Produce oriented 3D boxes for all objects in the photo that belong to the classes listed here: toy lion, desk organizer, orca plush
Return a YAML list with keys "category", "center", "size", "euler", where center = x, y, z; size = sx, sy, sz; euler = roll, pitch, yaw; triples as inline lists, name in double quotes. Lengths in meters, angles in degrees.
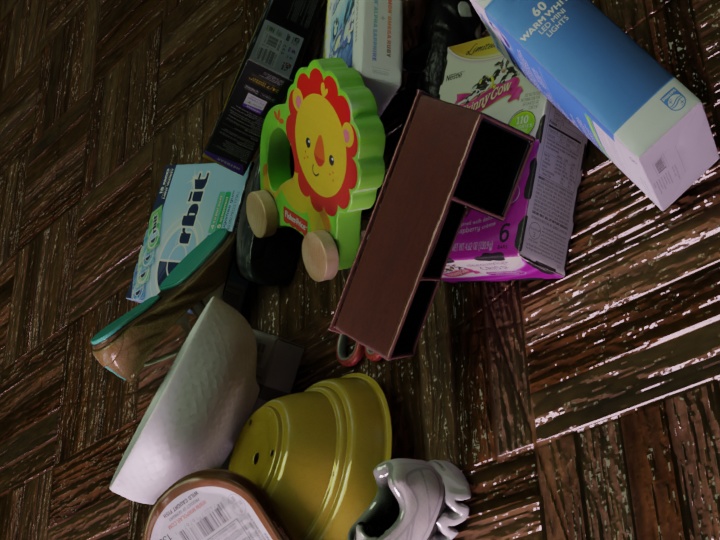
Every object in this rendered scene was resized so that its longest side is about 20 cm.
- category: "toy lion"
  center: [-0.040, -0.103, 1.066]
  size: [0.199, 0.068, 0.195]
  euler: [33, 128, 53]
- category: "desk organizer"
  center: [0.056, -0.028, 0.895]
  size: [0.077, 0.071, 0.203]
  euler: [26, 98, 50]
- category: "orca plush"
  center: [0.051, -0.175, 1.069]
  size: [0.105, 0.071, 0.202]
  euler: [35, 101, 53]

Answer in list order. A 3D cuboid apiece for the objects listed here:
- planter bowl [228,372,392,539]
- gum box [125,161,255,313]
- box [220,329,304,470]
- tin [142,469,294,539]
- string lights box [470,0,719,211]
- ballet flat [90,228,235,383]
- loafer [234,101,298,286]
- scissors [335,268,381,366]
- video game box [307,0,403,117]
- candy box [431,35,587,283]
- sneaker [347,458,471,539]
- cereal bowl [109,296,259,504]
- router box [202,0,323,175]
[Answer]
- category: "planter bowl"
  center: [-0.061, 0.174, 1.002]
  size: [0.200, 0.083, 0.202]
  euler: [-43, 35, 40]
- category: "gum box"
  center: [-0.185, -0.037, 1.323]
  size: [0.199, 0.044, 0.172]
  euler: [4, 77, 51]
- category: "box"
  center: [-0.142, 0.156, 1.177]
  size: [0.155, 0.041, 0.203]
  euler: [10, 80, 53]
- category: "tin"
  center: [-0.097, 0.256, 0.918]
  size: [0.111, 0.042, 0.201]
  euler: [-35, 85, 2]
- category: "string lights box"
  center: [0.163, -0.144, 0.829]
  size: [0.059, 0.103, 0.201]
  euler: [-42, 62, 6]
- category: "ballet flat"
  center: [-0.187, 0.042, 1.181]
  size: [0.067, 0.073, 0.200]
  euler: [-11, 29, 52]
- category: "loafer"
  center: [-0.095, -0.085, 1.213]
  size: [0.072, 0.072, 0.203]
  euler: [3, 74, 56]
- category: "scissors"
  center: [0.000, 0.000, 1.100]
  size: [0.073, 0.014, 0.203]
  euler: [-33, 48, 41]
- category: "video game box"
  center: [-0.009, -0.213, 1.128]
  size: [0.200, 0.046, 0.185]
  euler: [129, 149, -60]
- category: "candy box"
  center: [0.118, -0.096, 0.955]
  size: [0.135, 0.061, 0.203]
  euler: [-4, 69, 51]
- category: "sneaker"
  center: [0.015, 0.241, 0.905]
  size: [0.075, 0.080, 0.203]
  euler: [17, 88, 51]
- category: "cereal bowl"
  center: [-0.152, 0.131, 1.073]
  size: [0.202, 0.083, 0.200]
  euler: [-58, 8, 13]
- category: "router box"
  center: [-0.095, -0.225, 1.210]
  size: [0.158, 0.052, 0.202]
  euler: [-53, 17, 50]
